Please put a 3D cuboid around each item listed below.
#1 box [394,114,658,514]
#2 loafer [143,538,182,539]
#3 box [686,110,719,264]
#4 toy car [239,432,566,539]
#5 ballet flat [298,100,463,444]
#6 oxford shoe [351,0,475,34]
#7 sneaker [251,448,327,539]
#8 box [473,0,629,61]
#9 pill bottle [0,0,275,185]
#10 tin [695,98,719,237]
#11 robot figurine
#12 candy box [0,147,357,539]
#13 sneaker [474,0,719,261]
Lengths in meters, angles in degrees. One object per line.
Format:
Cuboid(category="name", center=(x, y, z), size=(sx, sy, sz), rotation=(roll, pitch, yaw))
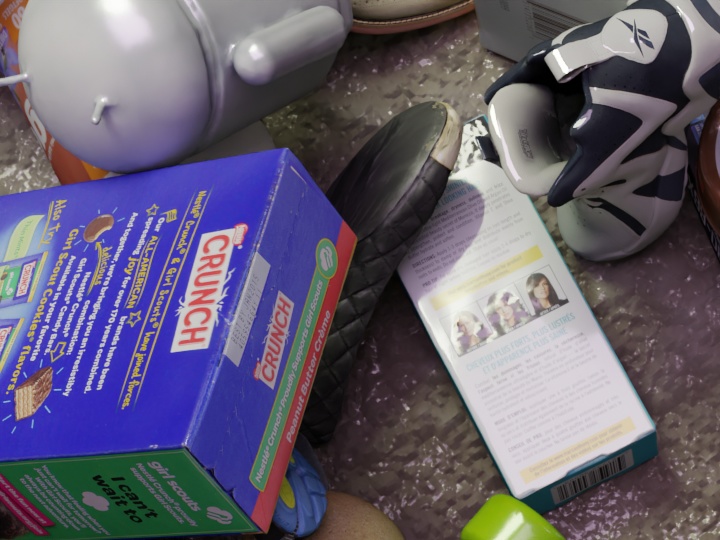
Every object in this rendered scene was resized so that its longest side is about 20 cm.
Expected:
Cuboid(category="box", center=(0.075, 0.024, 1.406), size=(0.082, 0.049, 0.200), rotation=(-26, 69, -2))
Cuboid(category="loafer", center=(-0.129, 0.084, 1.405), size=(0.072, 0.063, 0.200), rotation=(-10, 69, 6))
Cuboid(category="box", center=(0.264, -0.030, 1.399), size=(0.158, 0.050, 0.200), rotation=(-20, 68, 0))
Cuboid(category="toy car", center=(-0.008, 0.169, 1.326), size=(0.200, 0.158, 0.164), rotation=(33, 73, 33))
Cuboid(category="ballet flat", center=(0.000, 0.000, 1.391), size=(0.200, 0.057, 0.066), rotation=(-60, 30, 15))
Cuboid(category="oxford shoe", center=(-0.009, -0.177, 1.443), size=(0.200, 0.074, 0.071), rotation=(0, 58, -25))
Cuboid(category="sneaker", center=(-0.090, 0.095, 1.312), size=(0.200, 0.071, 0.083), rotation=(26, 80, 44))
Cuboid(category="box", center=(0.146, -0.214, 1.427), size=(0.106, 0.152, 0.200), rotation=(23, 74, 15))
Cuboid(category="pill bottle", center=(-0.114, -0.077, 1.435), size=(0.112, 0.112, 0.200), rotation=(-29, 69, -3))
Cuboid(category="tin", center=(0.271, -0.054, 1.361), size=(0.200, 0.042, 0.112), rotation=(3, 66, 8))
Cuboid(category="robot figurine", center=(-0.089, -0.118, 1.323), size=(0.170, 0.113, 0.200), rotation=(6, 27, 40))
Cuboid(category="candy box", center=(-0.117, 0.040, 1.268), size=(0.200, 0.077, 0.169), rotation=(-8, 50, 35))
Cuboid(category="sneaker", center=(0.104, -0.061, 1.340), size=(0.130, 0.199, 0.080), rotation=(-17, 68, -26))
